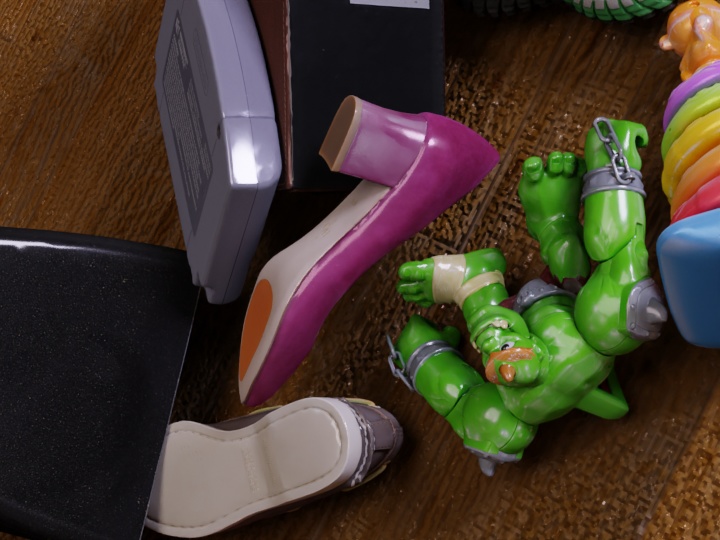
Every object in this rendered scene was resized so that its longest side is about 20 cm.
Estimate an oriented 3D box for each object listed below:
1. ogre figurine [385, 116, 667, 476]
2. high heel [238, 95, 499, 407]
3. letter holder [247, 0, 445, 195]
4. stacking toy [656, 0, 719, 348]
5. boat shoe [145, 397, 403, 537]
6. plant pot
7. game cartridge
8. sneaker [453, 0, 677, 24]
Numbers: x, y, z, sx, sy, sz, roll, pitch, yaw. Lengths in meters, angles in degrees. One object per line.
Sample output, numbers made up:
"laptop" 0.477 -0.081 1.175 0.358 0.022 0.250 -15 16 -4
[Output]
"ogre figurine" 0.095 0.022 0.766 0.200 0.098 0.120 -34 50 16
"high heel" 0.000 0.000 0.812 0.200 0.096 0.067 -67 23 16
"letter holder" -0.022 -0.146 0.882 0.142 0.100 0.201 -178 86 -68
"stacking toy" 0.193 -0.068 0.734 0.116 0.110 0.200 -18 51 11
"boat shoe" -0.063 0.118 0.866 0.200 0.059 0.072 -21 74 38
"plant pot" -0.243 0.065 0.912 0.199 0.177 0.200 -3 72 54
"game cartridge" -0.091 -0.097 0.881 0.133 0.040 0.200 109 152 -51
"sneaker" 0.123 -0.194 0.816 0.200 0.085 0.078 5 50 36
